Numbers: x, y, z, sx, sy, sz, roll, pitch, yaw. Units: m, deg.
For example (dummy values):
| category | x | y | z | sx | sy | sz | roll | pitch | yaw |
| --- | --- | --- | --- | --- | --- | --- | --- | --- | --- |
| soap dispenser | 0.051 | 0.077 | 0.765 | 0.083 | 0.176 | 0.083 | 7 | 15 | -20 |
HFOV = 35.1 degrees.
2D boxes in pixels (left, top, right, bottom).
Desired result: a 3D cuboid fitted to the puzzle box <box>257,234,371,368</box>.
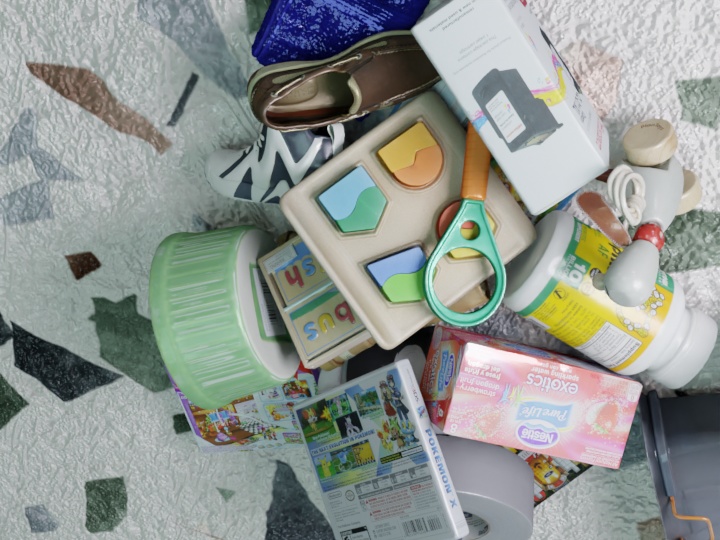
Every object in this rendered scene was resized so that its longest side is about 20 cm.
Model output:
| category | x | y | z | sx | sy | sz | roll | pitch | yaw |
| --- | --- | --- | --- | --- | --- | --- | --- | --- | --- |
| puzzle box | 0.000 | 0.000 | 1.188 | 0.199 | 0.025 | 0.134 | -31 | 74 | 17 |

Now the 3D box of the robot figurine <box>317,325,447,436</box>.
| category | x | y | z | sx | sy | sz | roll | pitch | yaw |
| --- | --- | --- | --- | --- | --- | --- | --- | --- | --- |
| robot figurine | 0.049 | 0.129 | 1.273 | 0.199 | 0.151 | 0.125 | -13 | 154 | 25 |

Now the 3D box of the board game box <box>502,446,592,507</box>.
| category | x | y | z | sx | sy | sz | roll | pitch | yaw |
| --- | --- | --- | --- | --- | --- | --- | --- | --- | --- |
| board game box | 0.201 | 0.213 | 1.322 | 0.105 | 0.023 | 0.200 | 42 | 124 | -3 |

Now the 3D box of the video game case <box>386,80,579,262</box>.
| category | x | y | z | sx | sy | sz | roll | pitch | yaw |
| --- | --- | --- | --- | --- | --- | --- | --- | --- | --- |
| video game case | 0.120 | -0.115 | 1.170 | 0.200 | 0.018 | 0.143 | 37 | 123 | -2 |

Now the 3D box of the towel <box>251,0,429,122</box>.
| category | x | y | z | sx | sy | sz | roll | pitch | yaw |
| --- | --- | --- | --- | --- | --- | --- | --- | --- | --- |
| towel | -0.017 | -0.259 | 1.120 | 0.147 | 0.050 | 0.200 | 31 | 124 | 2 |

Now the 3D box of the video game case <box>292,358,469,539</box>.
| category | x | y | z | sx | sy | sz | roll | pitch | yaw |
| --- | --- | --- | --- | --- | --- | --- | --- | --- | --- |
| video game case | 0.015 | 0.204 | 1.190 | 0.200 | 0.022 | 0.183 | -28 | 78 | 50 |

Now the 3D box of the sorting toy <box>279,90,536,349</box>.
| category | x | y | z | sx | sy | sz | roll | pitch | yaw |
| --- | --- | --- | --- | --- | --- | --- | --- | --- | --- |
| sorting toy | 0.049 | -0.052 | 1.111 | 0.200 | 0.036 | 0.185 | -36 | 90 | -9 |

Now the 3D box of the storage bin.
| category | x | y | z | sx | sy | sz | roll | pitch | yaw |
| --- | --- | --- | --- | --- | --- | --- | --- | --- | --- |
| storage bin | 0.380 | 0.224 | 1.201 | 0.134 | 0.146 | 0.201 | -13 | 113 | 15 |

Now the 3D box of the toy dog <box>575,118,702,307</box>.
| category | x | y | z | sx | sy | sz | roll | pitch | yaw |
| --- | --- | --- | --- | --- | --- | --- | --- | --- | --- |
| toy dog | 0.244 | -0.054 | 1.058 | 0.096 | 0.200 | 0.133 | -6 | 112 | 38 |

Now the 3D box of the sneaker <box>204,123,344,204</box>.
| category | x | y | z | sx | sy | sz | roll | pitch | yaw |
| --- | --- | --- | --- | --- | --- | --- | --- | --- | --- |
| sneaker | -0.086 | -0.134 | 1.187 | 0.199 | 0.079 | 0.130 | 26 | 117 | 44 |

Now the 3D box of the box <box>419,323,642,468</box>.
| category | x | y | z | sx | sy | sz | roll | pitch | yaw |
| --- | --- | --- | --- | --- | --- | --- | --- | --- | --- |
| box | 0.169 | 0.128 | 1.162 | 0.199 | 0.103 | 0.095 | 14 | 94 | -17 |

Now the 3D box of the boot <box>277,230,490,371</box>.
| category | x | y | z | sx | sy | sz | roll | pitch | yaw |
| --- | --- | --- | --- | --- | --- | --- | --- | --- | --- |
| boot | 0.023 | -0.002 | 1.229 | 0.199 | 0.066 | 0.176 | -28 | 73 | 19 |

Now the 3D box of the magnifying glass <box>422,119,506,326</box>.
| category | x | y | z | sx | sy | sz | roll | pitch | yaw |
| --- | --- | --- | --- | --- | --- | --- | --- | --- | --- |
| magnifying glass | 0.106 | -0.046 | 1.090 | 0.079 | 0.022 | 0.201 | 7 | 86 | -4 |

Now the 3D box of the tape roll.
| category | x | y | z | sx | sy | sz | roll | pitch | yaw |
| --- | --- | --- | --- | --- | --- | --- | --- | --- | --- |
| tape roll | 0.095 | 0.256 | 1.281 | 0.199 | 0.066 | 0.201 | 5 | 147 | 4 |

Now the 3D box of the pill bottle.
| category | x | y | z | sx | sy | sz | roll | pitch | yaw |
| --- | --- | --- | --- | --- | --- | --- | --- | --- | --- |
| pill bottle | 0.251 | 0.035 | 1.142 | 0.199 | 0.113 | 0.113 | 31 | 124 | -7 |

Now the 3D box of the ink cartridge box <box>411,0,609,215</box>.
| category | x | y | z | sx | sy | sz | roll | pitch | yaw |
| --- | --- | --- | --- | --- | --- | --- | --- | --- | --- |
| ink cartridge box | 0.144 | -0.170 | 1.042 | 0.083 | 0.146 | 0.200 | -32 | 101 | 21 |

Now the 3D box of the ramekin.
| category | x | y | z | sx | sy | sz | roll | pitch | yaw |
| --- | --- | --- | --- | --- | --- | --- | --- | --- | --- |
| ramekin | -0.140 | 0.046 | 1.254 | 0.097 | 0.200 | 0.201 | -14 | 113 | 18 |

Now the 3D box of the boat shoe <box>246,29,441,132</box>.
| category | x | y | z | sx | sy | sz | roll | pitch | yaw |
| --- | --- | --- | --- | --- | --- | --- | --- | --- | --- |
| boat shoe | -0.006 | -0.172 | 1.086 | 0.201 | 0.075 | 0.075 | -17 | 122 | -2 |

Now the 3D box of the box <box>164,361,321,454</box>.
| category | x | y | z | sx | sy | sz | roll | pitch | yaw |
| --- | --- | --- | --- | --- | --- | --- | --- | --- | --- |
| box | -0.128 | 0.155 | 1.401 | 0.199 | 0.039 | 0.137 | -7 | 116 | 24 |
